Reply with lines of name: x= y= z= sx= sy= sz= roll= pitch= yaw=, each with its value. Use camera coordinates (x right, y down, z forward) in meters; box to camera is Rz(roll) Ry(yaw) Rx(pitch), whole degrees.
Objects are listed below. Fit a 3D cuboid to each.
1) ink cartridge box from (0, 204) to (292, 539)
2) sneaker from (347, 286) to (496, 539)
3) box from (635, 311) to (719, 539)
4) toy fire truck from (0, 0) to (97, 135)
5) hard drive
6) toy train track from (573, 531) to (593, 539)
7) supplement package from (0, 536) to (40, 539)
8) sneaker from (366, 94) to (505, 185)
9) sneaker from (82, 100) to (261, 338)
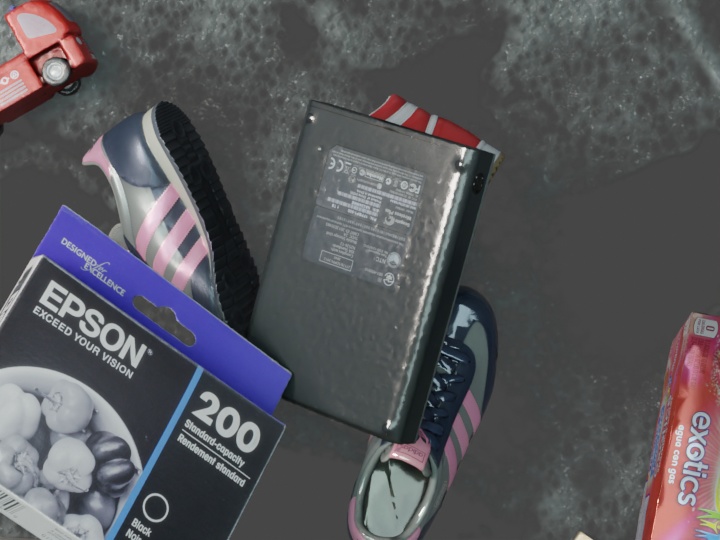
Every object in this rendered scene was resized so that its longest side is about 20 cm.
ink cartridge box: x=-0.147 y=0.084 z=1.333 sx=0.198 sy=0.043 sz=0.200 roll=37 pitch=58 yaw=-18
sneaker: x=0.046 y=0.106 z=1.459 sx=0.070 sy=0.082 sz=0.200 roll=17 pitch=87 yaw=4
box: x=0.244 y=0.138 z=1.434 sx=0.095 sy=0.100 sz=0.200 roll=12 pitch=78 yaw=3
toy fire truck: x=-0.303 y=-0.152 z=1.514 sx=0.200 sy=0.049 sz=0.141 roll=-31 pitch=86 yaw=0
hard drive: x=0.000 y=0.000 z=1.420 sx=0.139 sy=0.033 sz=0.200 roll=19 pitch=98 yaw=31
toy train track: x=0.229 y=0.247 z=1.476 sx=0.200 sy=0.033 sz=0.115 roll=34 pitch=89 yaw=5
supplement package: x=-0.217 y=0.242 z=1.411 sx=0.117 sy=0.200 sz=0.117 roll=3 pitch=86 yaw=3
sneaker: x=0.001 y=-0.028 z=1.482 sx=0.112 sy=0.071 sz=0.200 roll=34 pitch=82 yaw=1
sneaker: x=-0.129 y=-0.013 z=1.499 sx=0.082 sy=0.070 sz=0.200 roll=-21 pitch=87 yaw=24
